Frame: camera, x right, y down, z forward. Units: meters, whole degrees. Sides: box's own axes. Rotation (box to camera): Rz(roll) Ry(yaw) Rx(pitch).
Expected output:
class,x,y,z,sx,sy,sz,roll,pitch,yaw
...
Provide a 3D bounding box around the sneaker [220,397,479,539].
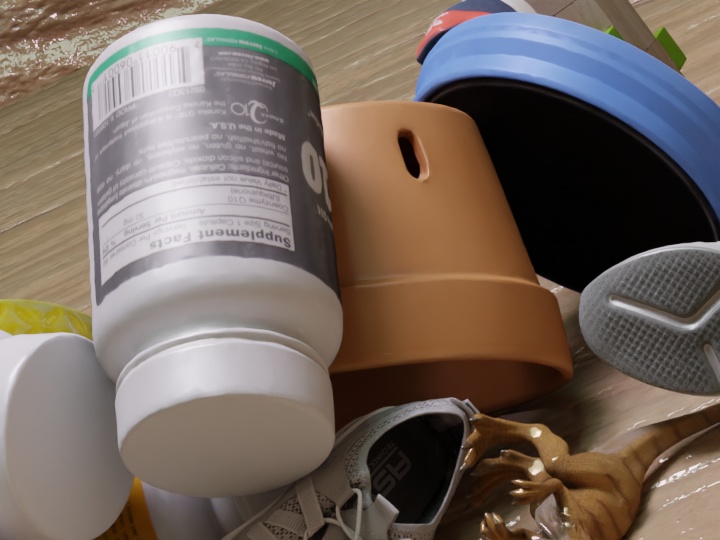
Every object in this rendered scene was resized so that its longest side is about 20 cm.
class,x,y,z,sx,sy,sz,roll,pitch,yaw
sneaker,-0.016,0.122,1.132,0.082,0.075,0.200,-41,12,52

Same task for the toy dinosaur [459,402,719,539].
class,x,y,z,sx,sy,sz,roll,pitch,yaw
toy dinosaur,0.104,0.096,1.155,0.106,0.060,0.200,19,31,19

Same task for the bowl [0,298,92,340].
class,x,y,z,sx,sy,sz,roll,pitch,yaw
bowl,-0.216,0.119,1.471,0.200,0.200,0.108,-26,55,7

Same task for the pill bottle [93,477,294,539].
class,x,y,z,sx,sy,sz,roll,pitch,yaw
pill bottle,-0.109,0.138,1.251,0.200,0.113,0.113,-24,14,14

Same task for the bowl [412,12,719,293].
class,x,y,z,sx,sy,sz,roll,pitch,yaw
bowl,0.116,-0.053,1.354,0.200,0.201,0.039,-9,43,52

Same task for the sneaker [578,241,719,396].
class,x,y,z,sx,sy,sz,roll,pitch,yaw
sneaker,0.202,0.016,1.187,0.200,0.071,0.080,-6,4,10

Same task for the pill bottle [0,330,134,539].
class,x,y,z,sx,sy,sz,roll,pitch,yaw
pill bottle,-0.209,0.084,1.198,0.200,0.114,0.114,-7,23,33

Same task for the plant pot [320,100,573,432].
class,x,y,z,sx,sy,sz,roll,pitch,yaw
plant pot,0.000,0.000,1.308,0.200,0.140,0.200,-7,-13,-2

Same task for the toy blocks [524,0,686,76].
class,x,y,z,sx,sy,sz,roll,pitch,yaw
toy blocks,0.118,-0.096,1.536,0.137,0.200,0.100,-34,8,26

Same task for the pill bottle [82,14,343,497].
class,x,y,z,sx,sy,sz,roll,pitch,yaw
pill bottle,-0.067,-0.006,1.168,0.113,0.113,0.200,-21,55,23

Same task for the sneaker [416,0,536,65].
class,x,y,z,sx,sy,sz,roll,pitch,yaw
sneaker,0.109,-0.073,1.443,0.084,0.200,0.075,-27,-24,-54
